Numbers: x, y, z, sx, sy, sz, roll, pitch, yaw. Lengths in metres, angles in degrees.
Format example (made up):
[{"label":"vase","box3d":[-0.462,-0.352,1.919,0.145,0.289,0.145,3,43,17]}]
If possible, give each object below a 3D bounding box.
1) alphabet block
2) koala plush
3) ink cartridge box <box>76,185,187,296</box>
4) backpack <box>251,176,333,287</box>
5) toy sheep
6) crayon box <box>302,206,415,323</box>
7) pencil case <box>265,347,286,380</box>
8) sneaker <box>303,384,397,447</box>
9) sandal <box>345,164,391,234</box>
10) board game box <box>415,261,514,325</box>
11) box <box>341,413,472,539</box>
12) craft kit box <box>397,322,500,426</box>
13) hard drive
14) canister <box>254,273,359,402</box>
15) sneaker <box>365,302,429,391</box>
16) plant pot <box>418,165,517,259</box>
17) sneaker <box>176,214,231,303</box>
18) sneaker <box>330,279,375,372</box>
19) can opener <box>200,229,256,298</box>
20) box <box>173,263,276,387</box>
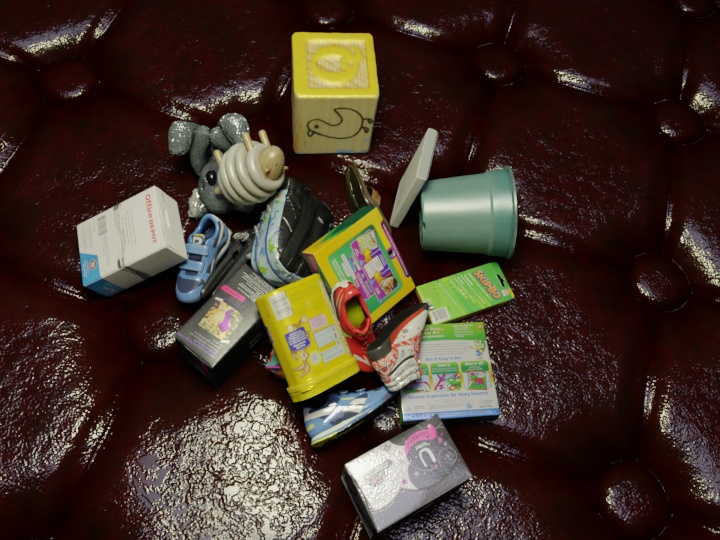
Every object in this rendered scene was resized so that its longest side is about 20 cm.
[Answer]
[{"label":"alphabet block","box3d":[-0.066,-0.411,1.559,0.192,0.201,0.199,-3,63,-7]},{"label":"koala plush","box3d":[-0.312,-0.216,1.475,0.175,0.184,0.203,-9,84,0]},{"label":"ink cartridge box","box3d":[-0.464,-0.057,1.355,0.198,0.086,0.148,-23,64,11]},{"label":"backpack","box3d":[-0.146,-0.062,1.396,0.153,0.163,0.202,-26,47,26]},{"label":"toy sheep","box3d":[-0.228,-0.199,1.354,0.137,0.199,0.140,21,60,-42]},{"label":"crayon box","box3d":[0.000,0.000,1.366,0.172,0.058,0.202,-37,114,-22]},{"label":"pencil case","box3d":[-0.126,0.123,1.341,0.087,0.089,0.202,15,60,2]},{"label":"sneaker","box3d":[-0.020,0.260,1.284,0.198,0.074,0.083,-24,65,-18]},{"label":"sandal","box3d":[0.023,-0.150,1.503,0.054,0.082,0.201,-17,63,-33]},{"label":"board game box","box3d":[0.226,0.051,1.445,0.197,0.030,0.096,-18,66,-12]},{"label":"box","box3d":[0.080,0.372,1.211,0.198,0.115,0.133,-23,67,-17]},{"label":"craft kit box","box3d":[0.167,0.206,1.349,0.197,0.049,0.200,-1,65,-7]},{"label":"hard drive","box3d":[0.115,-0.199,1.466,0.026,0.200,0.133,18,61,-6]},{"label":"canister","box3d":[-0.100,0.122,1.251,0.148,0.086,0.202,-22,89,-42]},{"label":"sneaker","box3d":[0.093,0.152,1.316,0.201,0.067,0.109,-40,105,-47]},{"label":"plant pot","box3d":[0.226,-0.121,1.452,0.193,0.201,0.203,-2,62,1]},{"label":"sneaker","box3d":[-0.335,-0.028,1.383,0.073,0.083,0.202,9,60,13]},{"label":"sneaker","box3d":[-0.007,0.118,1.298,0.076,0.085,0.202,-24,110,-15]},{"label":"can opener","box3d":[-0.261,-0.012,1.374,0.063,0.079,0.201,1,42,25]},{"label":"box","box3d":[-0.252,0.109,1.310,0.106,0.123,0.200,37,65,13]}]
